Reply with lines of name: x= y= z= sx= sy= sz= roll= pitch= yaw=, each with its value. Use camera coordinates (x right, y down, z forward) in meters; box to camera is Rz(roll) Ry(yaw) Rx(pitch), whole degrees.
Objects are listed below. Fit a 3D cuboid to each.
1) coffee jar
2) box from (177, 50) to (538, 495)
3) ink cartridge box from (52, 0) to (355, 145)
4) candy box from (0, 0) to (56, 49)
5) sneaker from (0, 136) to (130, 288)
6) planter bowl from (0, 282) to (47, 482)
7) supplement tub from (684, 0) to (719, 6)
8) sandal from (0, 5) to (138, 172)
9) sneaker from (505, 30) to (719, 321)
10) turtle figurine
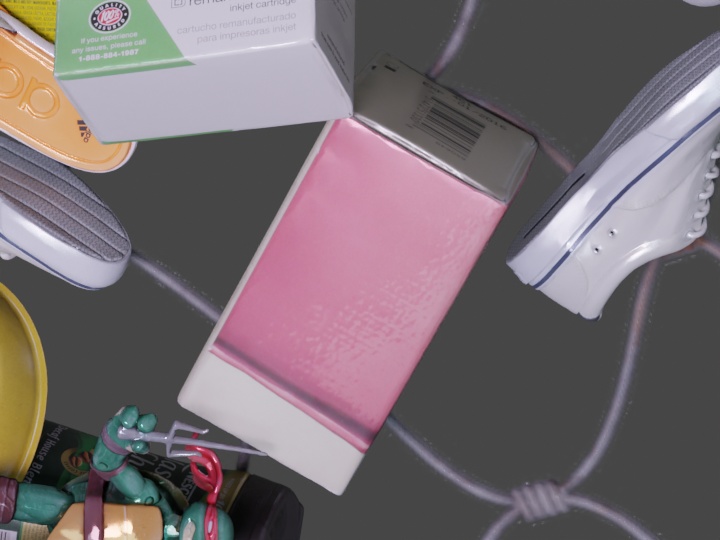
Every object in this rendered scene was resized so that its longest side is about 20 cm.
coffee jar: x=-0.137 y=0.152 z=1.738 sx=0.199 sy=0.104 sz=0.086 roll=14 pitch=119 yaw=7
box: x=0.000 y=0.000 z=1.643 sx=0.109 sy=0.128 sz=0.201 roll=29 pitch=112 yaw=1
ink cartridge box: x=-0.080 y=-0.180 z=1.568 sx=0.144 sy=0.088 sz=0.201 roll=-6 pitch=63 yaw=14
candy box: x=-0.177 y=-0.159 z=1.685 sx=0.199 sy=0.026 sz=0.103 roll=5 pitch=109 yaw=11
sneaker: x=-0.224 y=-0.038 z=1.712 sx=0.199 sy=0.073 sz=0.071 roll=31 pitch=121 yaw=11
planter bowl: x=-0.285 y=0.073 z=1.697 sx=0.199 sy=0.083 sz=0.201 roll=-10 pitch=65 yaw=21
supplement tub: x=0.170 y=-0.228 z=1.520 sx=0.200 sy=0.145 sz=0.146 roll=39 pitch=112 yaw=-2
sandal: x=-0.221 y=-0.114 z=1.667 sx=0.206 sy=0.059 sz=0.079 roll=27 pitch=115 yaw=1
sneaker: x=0.166 y=-0.053 z=1.627 sx=0.071 sy=0.073 sz=0.200 roll=37 pitch=121 yaw=-11
turtle figurine: x=-0.144 y=0.149 z=1.634 sx=0.199 sy=0.101 sz=0.151 roll=-3 pitch=89 yaw=5
